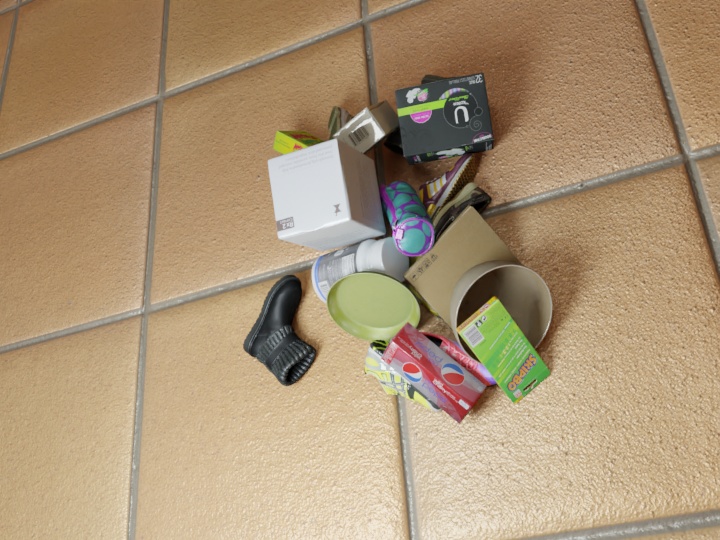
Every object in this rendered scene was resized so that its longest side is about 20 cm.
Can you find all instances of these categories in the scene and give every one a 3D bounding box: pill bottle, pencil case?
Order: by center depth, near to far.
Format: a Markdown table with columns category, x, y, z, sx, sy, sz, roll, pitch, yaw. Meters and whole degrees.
| category | x | y | z | sx | sy | sz | roll | pitch | yaw |
| --- | --- | --- | --- | --- | --- | --- | --- | --- | --- |
| pencil case | 0.093 | -0.111 | 1.620 | 0.086 | 0.091 | 0.201 | -61 | 21 | 21 |
| pill bottle | 0.000 | 0.000 | 1.660 | 0.197 | 0.113 | 0.116 | -16 | 57 | 39 |

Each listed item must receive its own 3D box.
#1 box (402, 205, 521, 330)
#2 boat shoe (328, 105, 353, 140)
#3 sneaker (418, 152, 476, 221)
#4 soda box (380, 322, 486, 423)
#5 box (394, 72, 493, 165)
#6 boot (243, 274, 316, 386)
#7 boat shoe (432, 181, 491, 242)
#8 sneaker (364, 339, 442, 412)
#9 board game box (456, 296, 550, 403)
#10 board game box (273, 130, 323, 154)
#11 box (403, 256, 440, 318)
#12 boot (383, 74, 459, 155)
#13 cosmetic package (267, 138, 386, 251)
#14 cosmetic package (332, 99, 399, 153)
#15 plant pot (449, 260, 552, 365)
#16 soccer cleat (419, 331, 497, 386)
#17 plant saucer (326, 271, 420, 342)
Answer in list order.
| category | x | y | z | sx | sy | sz | roll | pitch | yaw |
| --- | --- | --- | --- | --- | --- | --- | --- | --- | --- |
| box | 0.207 | -0.001 | 1.590 | 0.200 | 0.164 | 0.021 | -45 | 12 | -4 |
| boat shoe | -0.036 | -0.328 | 1.861 | 0.067 | 0.076 | 0.202 | 16 | 35 | -14 |
| sneaker | 0.177 | -0.184 | 1.727 | 0.089 | 0.075 | 0.202 | 27 | 77 | 31 |
| soda box | 0.140 | 0.195 | 1.510 | 0.199 | 0.064 | 0.070 | 39 | 47 | 12 |
| box | 0.184 | -0.329 | 1.720 | 0.195 | 0.124 | 0.152 | -10 | 87 | 8 |
| boot | -0.153 | 0.131 | 1.717 | 0.156 | 0.079 | 0.214 | 27 | 89 | 39 |
| boat shoe | 0.209 | -0.111 | 1.657 | 0.064 | 0.074 | 0.201 | 27 | 61 | 25 |
| sneaker | 0.091 | 0.223 | 1.580 | 0.199 | 0.075 | 0.078 | 38 | 119 | 28 |
| board game box | 0.270 | 0.152 | 1.466 | 0.095 | 0.201 | 0.030 | -39 | 20 | 1 |
| board game box | -0.106 | -0.279 | 1.883 | 0.198 | 0.101 | 0.049 | 31 | 116 | 33 |
| box | 0.135 | -0.003 | 1.674 | 0.118 | 0.048 | 0.200 | -47 | 58 | -2 |
| boot | 0.164 | -0.353 | 1.819 | 0.180 | 0.073 | 0.202 | 16 | 66 | 43 |
| cosmetic package | -0.066 | -0.148 | 1.602 | 0.161 | 0.199 | 0.169 | -13 | 79 | 20 |
| cosmetic package | 0.019 | -0.312 | 1.739 | 0.103 | 0.200 | 0.074 | -35 | 96 | 20 |
| plant pot | 0.252 | 0.065 | 1.519 | 0.199 | 0.201 | 0.135 | -40 | 24 | 1 |
| soccer cleat | 0.188 | 0.172 | 1.546 | 0.197 | 0.073 | 0.069 | 20 | 75 | 31 |
| plant saucer | 0.027 | 0.069 | 1.608 | 0.196 | 0.202 | 0.031 | -8 | 40 | 21 |
